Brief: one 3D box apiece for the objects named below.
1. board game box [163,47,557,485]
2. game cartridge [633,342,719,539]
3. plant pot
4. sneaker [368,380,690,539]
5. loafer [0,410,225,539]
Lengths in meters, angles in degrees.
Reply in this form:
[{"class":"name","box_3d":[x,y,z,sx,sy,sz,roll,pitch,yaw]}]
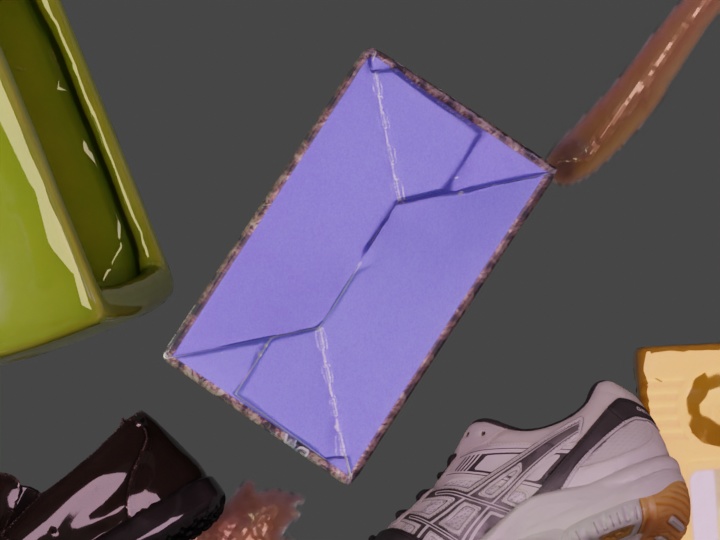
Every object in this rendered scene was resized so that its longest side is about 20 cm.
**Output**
[{"class":"board game box","box_3d":[0.000,0.000,1.322,0.097,0.200,0.160,34,88,1]},{"class":"game cartridge","box_3d":[0.222,0.132,1.407,0.175,0.032,0.202,-3,90,-1]},{"class":"plant pot","box_3d":[-0.212,-0.039,1.328,0.181,0.199,0.201,-23,90,6]},{"class":"sneaker","box_3d":[0.055,0.119,1.395,0.199,0.076,0.088,-22,61,7]},{"class":"loafer","box_3d":[-0.162,0.131,1.390,0.199,0.073,0.072,-28,78,-4]}]
